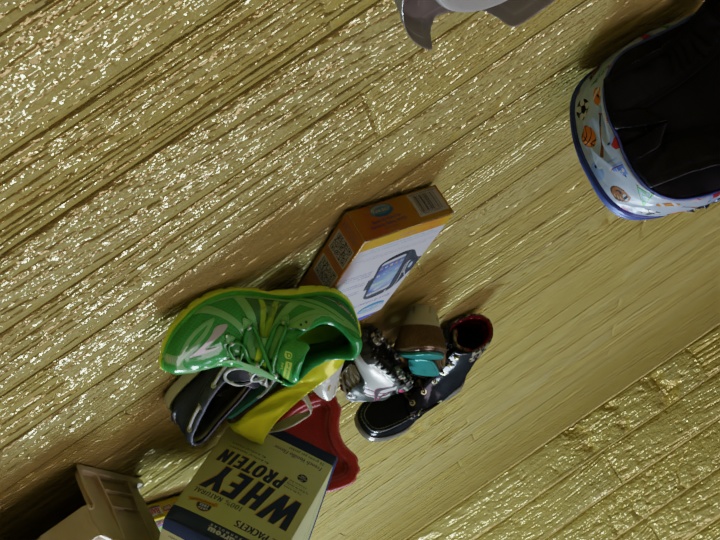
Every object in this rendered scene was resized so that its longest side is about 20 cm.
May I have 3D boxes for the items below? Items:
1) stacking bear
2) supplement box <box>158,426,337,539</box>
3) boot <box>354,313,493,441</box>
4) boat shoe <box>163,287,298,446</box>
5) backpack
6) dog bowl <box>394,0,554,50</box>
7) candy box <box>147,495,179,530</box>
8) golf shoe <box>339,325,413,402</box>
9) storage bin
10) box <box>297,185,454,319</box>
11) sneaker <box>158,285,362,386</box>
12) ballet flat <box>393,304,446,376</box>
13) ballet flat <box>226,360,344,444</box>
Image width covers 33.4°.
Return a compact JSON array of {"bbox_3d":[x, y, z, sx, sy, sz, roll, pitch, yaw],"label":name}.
[{"bbox_3d":[-0.076,0.244,1.563,0.112,0.123,0.200,-17,166,-11],"label":"stacking bear"},{"bbox_3d":[-0.141,0.315,1.382,0.200,0.133,0.202,-55,166,-55],"label":"supplement box"},{"bbox_3d":[0.088,0.143,1.645,0.202,0.074,0.154,-26,157,-34],"label":"boot"},{"bbox_3d":[-0.119,0.097,1.194,0.200,0.062,0.075,-42,154,18],"label":"boat shoe"},{"bbox_3d":[0.293,-0.142,1.146,0.188,0.203,0.154,-19,170,-29],"label":"backpack"},{"bbox_3d":[0.094,-0.231,0.761,0.198,0.059,0.201,-30,161,-11],"label":"dog bowl"},{"bbox_3d":[-0.277,0.333,1.561,0.102,0.027,0.199,-42,160,31],"label":"candy box"},{"bbox_3d":[0.011,0.129,1.476,0.087,0.078,0.200,-27,161,2],"label":"golf shoe"},{"bbox_3d":[-0.336,0.315,1.316,0.199,0.094,0.199,-34,161,1],"label":"storage bin"},{"bbox_3d":[0.000,0.000,1.198,0.118,0.042,0.200,-19,159,-37],"label":"box"},{"bbox_3d":[-0.085,0.061,1.089,0.197,0.084,0.075,-9,129,-25],"label":"sneaker"},{"bbox_3d":[0.078,0.083,1.482,0.067,0.074,0.200,2,168,9],"label":"ballet flat"},{"bbox_3d":[-0.065,0.127,1.339,0.199,0.067,0.067,-40,-165,21],"label":"ballet flat"}]
